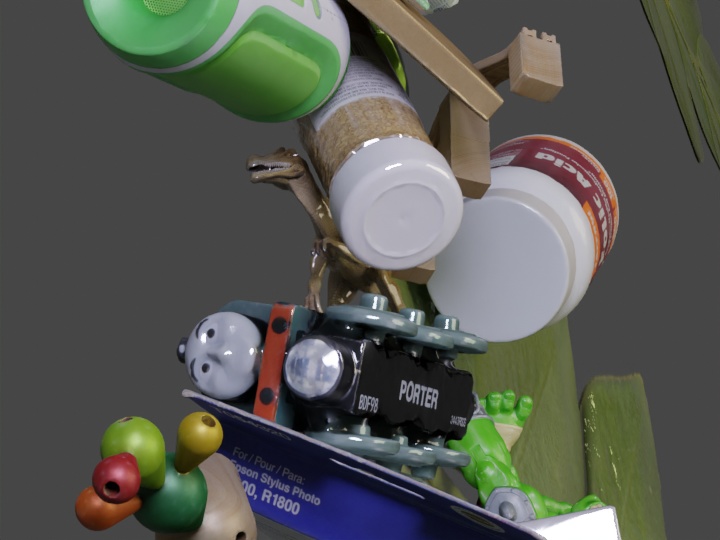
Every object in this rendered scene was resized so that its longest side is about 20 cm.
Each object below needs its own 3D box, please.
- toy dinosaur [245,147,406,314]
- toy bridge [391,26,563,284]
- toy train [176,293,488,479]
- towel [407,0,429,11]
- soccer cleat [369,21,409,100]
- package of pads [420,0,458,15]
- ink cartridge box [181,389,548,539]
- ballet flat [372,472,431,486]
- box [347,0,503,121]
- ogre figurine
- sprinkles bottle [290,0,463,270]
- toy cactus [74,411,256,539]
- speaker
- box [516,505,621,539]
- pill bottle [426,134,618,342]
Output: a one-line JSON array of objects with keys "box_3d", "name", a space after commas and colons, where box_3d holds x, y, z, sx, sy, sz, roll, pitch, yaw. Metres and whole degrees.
[{"box_3d": [0.000, 0.000, 1.501, 0.200, 0.058, 0.102, 52, 26, -54], "name": "toy dinosaur"}, {"box_3d": [0.060, -0.072, 1.507, 0.200, 0.027, 0.068, 124, -28, -48], "name": "toy bridge"}, {"box_3d": [-0.012, 0.056, 1.309, 0.200, 0.113, 0.086, 18, 79, -67], "name": "toy train"}, {"box_3d": [-0.023, -0.224, 1.483, 0.152, 0.023, 0.200, 39, 13, -20], "name": "towel"}, {"box_3d": [-0.018, -0.153, 1.583, 0.081, 0.067, 0.201, -77, 148, -77], "name": "soccer cleat"}, {"box_3d": [0.002, -0.284, 1.764, 0.154, 0.068, 0.201, 38, 38, -67], "name": "package of pads"}, {"box_3d": [0.026, 0.132, 1.241, 0.044, 0.195, 0.200, -65, 152, -9], "name": "ink cartridge box"}, {"box_3d": [0.033, 0.203, 1.408, 0.074, 0.074, 0.202, -24, 106, -74], "name": "ballet flat"}, {"box_3d": [-0.013, -0.168, 1.448, 0.200, 0.021, 0.164, 42, 6, -18], "name": "box"}, {"box_3d": [0.104, 0.162, 1.649, 0.120, 0.097, 0.201, -114, -167, -53], "name": "ogre figurine"}, {"box_3d": [-0.001, -0.080, 1.452, 0.068, 0.068, 0.200, 62, 2, -36], "name": "sprinkles bottle"}, {"box_3d": [-0.060, 0.127, 1.137, 0.201, 0.102, 0.165, 57, 12, -25], "name": "toy cactus"}, {"box_3d": [-0.069, -0.127, 1.334, 0.200, 0.088, 0.089, 18, 57, -72], "name": "speaker"}, {"box_3d": [0.105, 0.246, 1.479, 0.101, 0.112, 0.201, 95, -16, -73], "name": "box"}, {"box_3d": [0.107, -0.021, 1.783, 0.200, 0.113, 0.115, -46, 118, -72], "name": "pill bottle"}]
